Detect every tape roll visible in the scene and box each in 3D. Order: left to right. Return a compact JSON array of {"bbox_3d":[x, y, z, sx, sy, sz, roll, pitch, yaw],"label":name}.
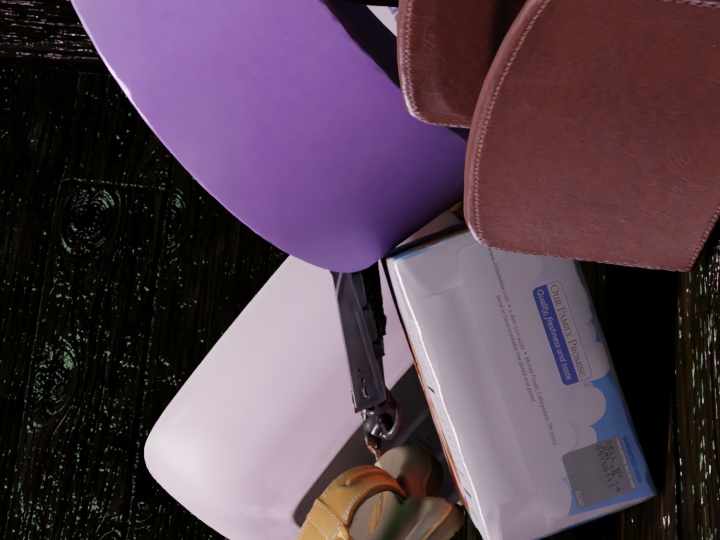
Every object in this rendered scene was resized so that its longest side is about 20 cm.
[{"bbox_3d":[-0.023,-0.105,0.947,0.085,0.200,0.200,-35,27,22],"label":"tape roll"}]

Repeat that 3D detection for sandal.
[{"bbox_3d":[0.001,0.112,1.041,0.080,0.054,0.200,-55,6,8],"label":"sandal"}]

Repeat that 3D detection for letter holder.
[{"bbox_3d":[0.055,-0.086,0.751,0.200,0.141,0.101,100,174,-69],"label":"letter holder"}]

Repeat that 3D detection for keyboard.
[{"bbox_3d":[0.000,0.000,1.062,0.200,0.020,0.128,-94,-5,-62],"label":"keyboard"}]

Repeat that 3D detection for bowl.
[{"bbox_3d":[0.008,0.070,1.221,0.200,0.075,0.200,-49,-32,1],"label":"bowl"}]

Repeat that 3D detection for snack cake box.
[{"bbox_3d":[0.057,0.037,0.971,0.200,0.067,0.115,-137,27,-88],"label":"snack cake box"}]

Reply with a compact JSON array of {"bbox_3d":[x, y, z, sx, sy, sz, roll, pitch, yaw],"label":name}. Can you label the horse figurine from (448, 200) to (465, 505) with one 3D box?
[{"bbox_3d":[0.065,0.034,1.392,0.133,0.050,0.201,-60,-27,-49],"label":"horse figurine"}]
